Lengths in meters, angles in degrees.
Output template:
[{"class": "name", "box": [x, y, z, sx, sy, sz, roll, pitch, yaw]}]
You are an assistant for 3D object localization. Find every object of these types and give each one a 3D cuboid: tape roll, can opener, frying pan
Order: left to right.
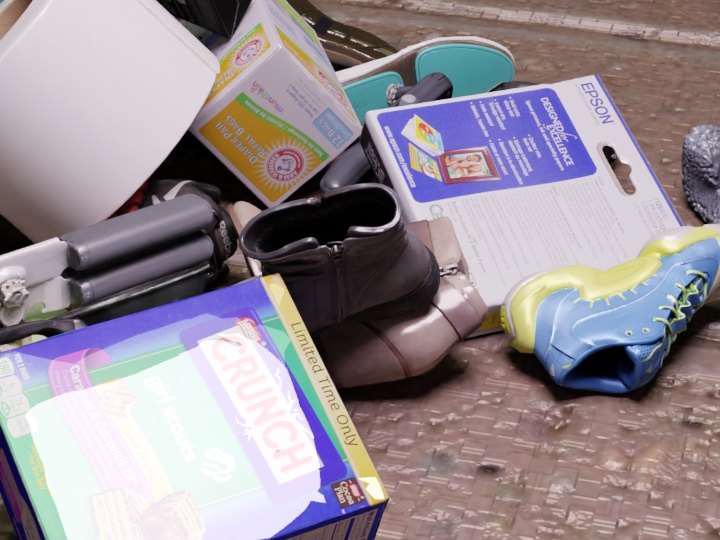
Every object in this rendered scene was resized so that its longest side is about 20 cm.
[{"class": "tape roll", "box": [-0.224, -0.133, 1.416, 0.203, 0.139, 0.203, -41, 21, 20]}, {"class": "can opener", "box": [-0.190, -0.009, 1.264, 0.199, 0.053, 0.066, -19, 36, -32]}, {"class": "frying pan", "box": [-0.155, 0.026, 1.164, 0.114, 0.031, 0.190, -18, 4, 12]}, {"class": "can opener", "box": [0.025, -0.103, 1.530, 0.078, 0.064, 0.200, 20, 37, 28]}]

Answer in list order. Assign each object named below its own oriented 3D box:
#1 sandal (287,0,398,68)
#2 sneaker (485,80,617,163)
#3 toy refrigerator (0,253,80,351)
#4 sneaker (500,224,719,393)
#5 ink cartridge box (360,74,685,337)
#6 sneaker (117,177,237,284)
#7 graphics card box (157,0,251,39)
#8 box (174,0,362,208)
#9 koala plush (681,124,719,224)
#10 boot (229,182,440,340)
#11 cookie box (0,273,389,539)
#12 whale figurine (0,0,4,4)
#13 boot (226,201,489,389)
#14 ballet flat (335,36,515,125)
[{"class": "sandal", "box": [-0.054, -0.210, 1.706, 0.199, 0.055, 0.082, 26, 28, 4]}, {"class": "sneaker", "box": [0.111, -0.112, 1.537, 0.199, 0.067, 0.091, -9, 38, -22]}, {"class": "toy refrigerator", "box": [-0.209, 0.062, 1.260, 0.076, 0.070, 0.200, -26, 41, -35]}, {"class": "sneaker", "box": [0.202, 0.037, 1.311, 0.199, 0.076, 0.105, -17, 47, -12]}, {"class": "ink cartridge box", "box": [0.124, -0.052, 1.410, 0.199, 0.047, 0.198, -9, 53, -19]}, {"class": "sneaker", "box": [-0.140, -0.011, 1.375, 0.097, 0.071, 0.201, -2, 30, 2]}, {"class": "graphics card box", "box": [-0.187, -0.258, 1.455, 0.199, 0.126, 0.051, 25, 77, 17]}, {"class": "box", "box": [-0.087, -0.159, 1.543, 0.101, 0.112, 0.200, -39, 32, 10]}, {"class": "koala plush", "box": [0.350, -0.110, 1.409, 0.176, 0.201, 0.184, -4, 32, -8]}, {"class": "boot", "box": [-0.054, 0.003, 1.220, 0.199, 0.132, 0.070, -25, 63, 9]}, {"class": "cookie box", "box": [-0.109, 0.111, 1.118, 0.199, 0.075, 0.172, -16, 61, -23]}, {"class": "whale figurine", "box": [-0.224, -0.232, 1.562, 0.199, 0.104, 0.160, -21, 54, 12]}, {"class": "boot", "box": [0.000, 0.000, 1.324, 0.146, 0.070, 0.201, -25, 55, -1]}, {"class": "ballet flat", "box": [0.036, -0.167, 1.638, 0.199, 0.070, 0.069, -16, 35, -18]}]
